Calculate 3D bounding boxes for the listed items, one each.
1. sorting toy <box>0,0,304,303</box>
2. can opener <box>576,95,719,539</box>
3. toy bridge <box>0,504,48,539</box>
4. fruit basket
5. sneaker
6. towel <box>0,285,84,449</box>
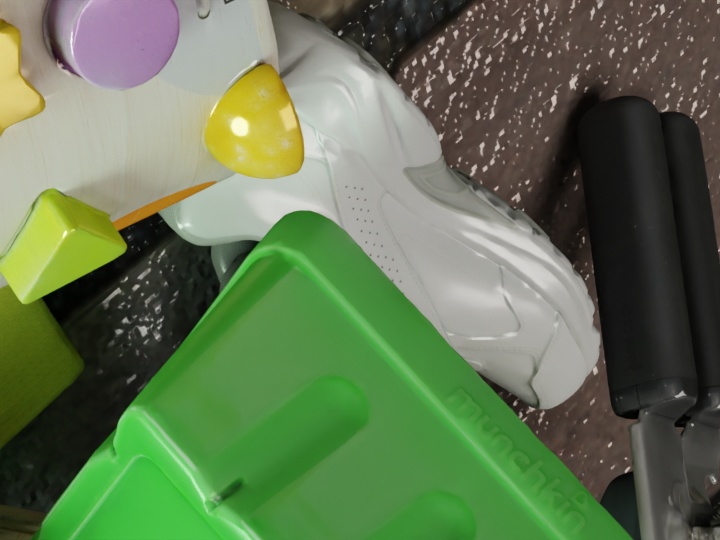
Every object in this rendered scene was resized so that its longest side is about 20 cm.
[{"bbox_3d":[-0.120,-0.052,0.673,0.180,0.107,0.200,-33,128,-26],"label":"sorting toy"},{"bbox_3d":[0.097,0.041,0.949,0.053,0.067,0.200,14,64,-48],"label":"can opener"},{"bbox_3d":[-0.111,0.098,0.788,0.027,0.067,0.200,-57,161,19],"label":"toy bridge"},{"bbox_3d":[0.020,0.090,0.803,0.216,0.216,0.156,-10,150,-42],"label":"fruit basket"},{"bbox_3d":[0.000,0.000,0.868,0.099,0.078,0.200,-50,130,-3],"label":"sneaker"},{"bbox_3d":[-0.151,-0.006,0.746,0.086,0.018,0.200,-43,137,-12],"label":"towel"}]
